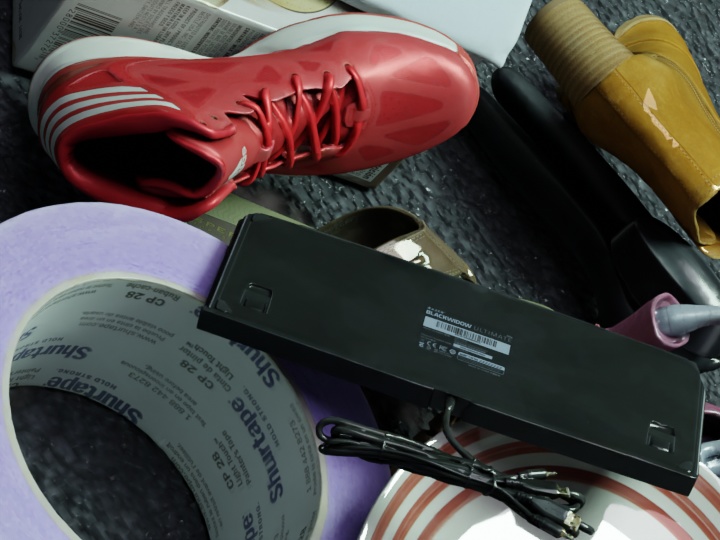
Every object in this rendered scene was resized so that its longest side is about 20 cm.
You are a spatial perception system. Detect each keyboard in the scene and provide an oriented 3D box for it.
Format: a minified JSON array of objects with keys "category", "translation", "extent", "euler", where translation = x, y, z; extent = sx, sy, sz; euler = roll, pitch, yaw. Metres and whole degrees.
[{"category":"keyboard","translation":[0.034,0.045,0.814],"extent":[0.199,0.021,0.127],"euler":[18,36,0]}]

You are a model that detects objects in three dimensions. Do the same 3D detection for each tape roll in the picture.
[{"category":"tape roll","translation":[-0.091,0.080,0.807],"extent":[0.199,0.085,0.201],"euler":[22,46,-24]}]

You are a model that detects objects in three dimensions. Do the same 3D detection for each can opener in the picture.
[{"category":"can opener","translation":[0.123,-0.028,1.096],"extent":[0.063,0.079,0.200],"euler":[-15,58,-41]}]

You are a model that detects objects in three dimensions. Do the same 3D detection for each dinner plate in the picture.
[{"category":"dinner plate","translation":[0.082,0.147,0.809],"extent":[0.199,0.024,0.202],"euler":[9,65,-19]}]

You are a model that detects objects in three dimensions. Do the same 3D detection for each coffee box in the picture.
[{"category":"coffee box","translation":[-0.057,-0.129,1.007],"extent":[0.199,0.080,0.114],"euler":[17,48,-30]}]

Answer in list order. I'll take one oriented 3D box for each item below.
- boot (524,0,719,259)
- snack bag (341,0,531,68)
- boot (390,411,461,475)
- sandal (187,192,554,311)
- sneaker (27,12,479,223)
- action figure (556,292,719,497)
[{"category":"boot","translation":[0.163,-0.065,1.109],"extent":[0.144,0.071,0.201],"euler":[52,16,18]},{"category":"snack bag","translation":[0.023,-0.217,0.970],"extent":[0.188,0.201,0.021],"euler":[22,2,-24]},{"category":"boot","translation":[0.060,0.148,0.904],"extent":[0.107,0.075,0.201],"euler":[41,33,-34]},{"category":"sandal","translation":[-0.001,0.000,0.938],"extent":[0.200,0.058,0.080],"euler":[21,30,-8]},{"category":"sneaker","translation":[-0.037,-0.053,0.906],"extent":[0.198,0.079,0.116],"euler":[-7,27,-9]},{"category":"action figure","translation":[0.121,0.084,0.970],"extent":[0.148,0.135,0.200],"euler":[-4,23,-17]}]
